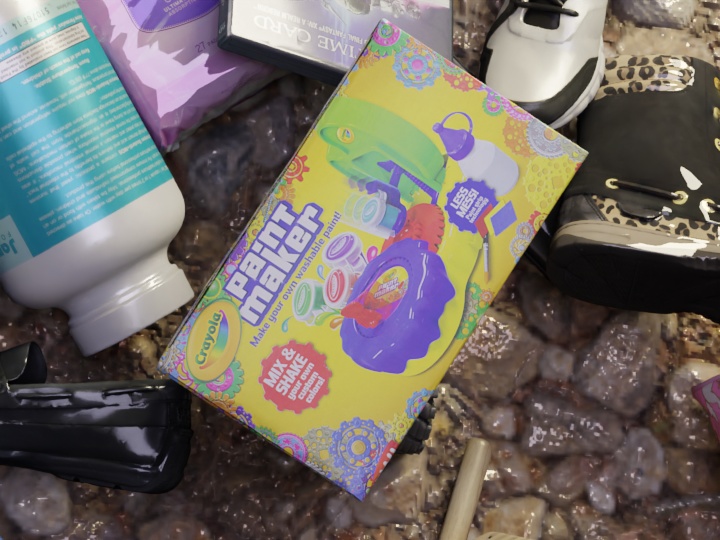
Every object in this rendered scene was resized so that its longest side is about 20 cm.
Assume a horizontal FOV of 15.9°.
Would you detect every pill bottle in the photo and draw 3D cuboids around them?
[{"bbox_3d":[-0.167,-0.057,1.394,0.111,0.111,0.200,-30,94,-14],"label":"pill bottle"}]

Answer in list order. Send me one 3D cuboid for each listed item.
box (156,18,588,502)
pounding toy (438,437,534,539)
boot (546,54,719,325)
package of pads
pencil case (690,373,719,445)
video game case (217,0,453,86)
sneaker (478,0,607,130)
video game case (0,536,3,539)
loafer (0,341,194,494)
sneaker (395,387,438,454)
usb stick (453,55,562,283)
[{"bbox_3d":[0.003,-0.003,1.309,0.122,0.193,0.200,33,89,1],"label":"box"},{"bbox_3d":[0.050,0.220,1.383,0.184,0.142,0.200,-28,95,-14],"label":"pounding toy"},{"bbox_3d":[0.205,-0.042,1.457,0.199,0.073,0.151,7,52,-2],"label":"boot"},{"bbox_3d":[-0.118,-0.173,1.453,0.120,0.076,0.200,-32,85,-18],"label":"package of pads"},{"bbox_3d":[0.252,0.139,1.444,0.083,0.086,0.201,-13,80,-34],"label":"pencil case"},{"bbox_3d":[-0.011,-0.192,1.456,0.143,0.019,0.201,16,59,-26],"label":"video game case"},{"bbox_3d":[0.113,-0.167,1.469,0.074,0.080,0.200,13,61,18],"label":"sneaker"},{"bbox_3d":[-0.231,0.234,1.363,0.181,0.045,0.200,-41,88,-14],"label":"video game case"},{"bbox_3d":[-0.186,0.072,1.382,0.200,0.068,0.071,9,84,7],"label":"loafer"},{"bbox_3d":[0.000,0.000,1.435,0.085,0.078,0.201,3,78,-8],"label":"sneaker"},{"bbox_3d":[0.065,-0.075,1.486,0.200,0.033,0.055,45,80,1],"label":"usb stick"}]
